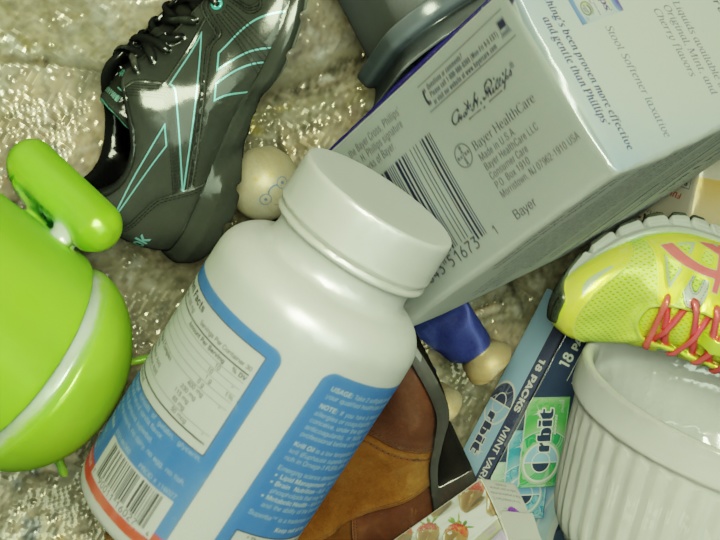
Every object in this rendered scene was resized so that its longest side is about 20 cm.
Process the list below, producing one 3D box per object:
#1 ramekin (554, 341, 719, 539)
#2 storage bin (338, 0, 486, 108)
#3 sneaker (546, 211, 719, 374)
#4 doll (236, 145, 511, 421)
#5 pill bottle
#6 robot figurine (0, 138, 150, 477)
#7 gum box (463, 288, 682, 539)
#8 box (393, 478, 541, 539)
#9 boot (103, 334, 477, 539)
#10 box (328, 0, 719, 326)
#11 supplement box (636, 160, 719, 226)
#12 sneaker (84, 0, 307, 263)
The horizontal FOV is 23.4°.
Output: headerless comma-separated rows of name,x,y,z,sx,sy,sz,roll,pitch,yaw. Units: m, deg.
ramekin,0.201,0.122,0.969,0.198,0.200,0.106,9,108,-27
storage bin,0.057,-0.197,0.907,0.199,0.146,0.135,-32,88,-14
sneaker,0.201,0.025,0.974,0.198,0.091,0.079,-2,136,-20
doll,0.000,0.000,0.968,0.136,0.049,0.200,-44,118,5
pill bottle,-0.041,0.047,0.838,0.112,0.112,0.201,26,107,-28
robot figurine,-0.195,0.020,0.844,0.200,0.116,0.176,39,92,-29
gum box,0.158,0.131,1.081,0.199,0.044,0.171,28,91,-29
box,0.012,0.184,0.969,0.200,0.039,0.041,-38,149,23
boot,-0.047,0.104,0.949,0.198,0.069,0.189,-23,132,-2
box,0.113,-0.080,0.889,0.199,0.184,0.106,-23,80,-39
supplement box,0.243,-0.108,1.041,0.125,0.073,0.202,6,102,-27
sneaker,-0.085,-0.104,0.887,0.079,0.075,0.202,16,96,-25
